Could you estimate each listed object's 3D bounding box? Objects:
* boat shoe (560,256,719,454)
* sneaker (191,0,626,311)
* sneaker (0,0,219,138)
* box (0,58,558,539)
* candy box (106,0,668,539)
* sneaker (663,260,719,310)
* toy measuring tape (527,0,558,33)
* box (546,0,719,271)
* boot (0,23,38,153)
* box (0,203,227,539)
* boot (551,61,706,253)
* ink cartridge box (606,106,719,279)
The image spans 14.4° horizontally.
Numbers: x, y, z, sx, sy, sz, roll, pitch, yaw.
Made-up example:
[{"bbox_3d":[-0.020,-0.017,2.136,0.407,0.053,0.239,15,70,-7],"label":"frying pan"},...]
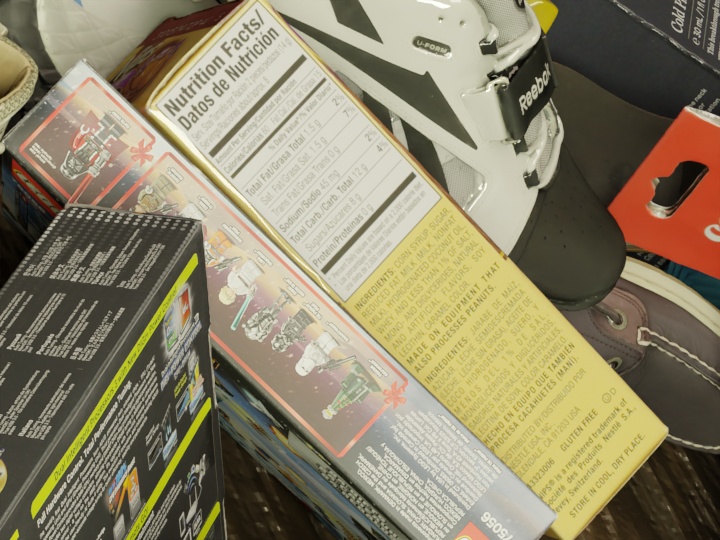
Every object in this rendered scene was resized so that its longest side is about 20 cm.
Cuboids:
[{"bbox_3d":[0.065,0.022,1.063,0.199,0.072,0.065,32,47,-17],"label":"boat shoe"},{"bbox_3d":[0.036,-0.067,0.986,0.200,0.088,0.074,41,33,-21],"label":"sneaker"},{"bbox_3d":[-0.099,-0.077,1.013,0.199,0.072,0.072,14,2,-23],"label":"sneaker"},{"bbox_3d":[-0.032,0.027,0.911,0.200,0.137,0.040,44,80,0],"label":"box"},{"bbox_3d":[0.000,0.000,0.950,0.056,0.117,0.200,-45,102,-12],"label":"candy box"},{"bbox_3d":[0.187,0.073,1.122,0.080,0.076,0.201,12,48,-39],"label":"sneaker"},{"bbox_3d":[0.038,-0.110,1.063,0.073,0.201,0.074,31,14,-8],"label":"toy measuring tape"},{"bbox_3d":[0.098,-0.126,1.213,0.182,0.104,0.201,34,36,-15],"label":"box"},{"bbox_3d":[-0.125,-0.004,0.820,0.199,0.155,0.072,19,42,-29],"label":"boot"},{"bbox_3d":[-0.088,0.101,0.756,0.044,0.161,0.200,6,33,16],"label":"box"},{"bbox_3d":[0.099,-0.034,1.112,0.199,0.074,0.075,13,-6,20],"label":"boot"},{"bbox_3d":[0.182,0.021,1.008,0.199,0.109,0.051,23,64,-4],"label":"ink cartridge box"}]
